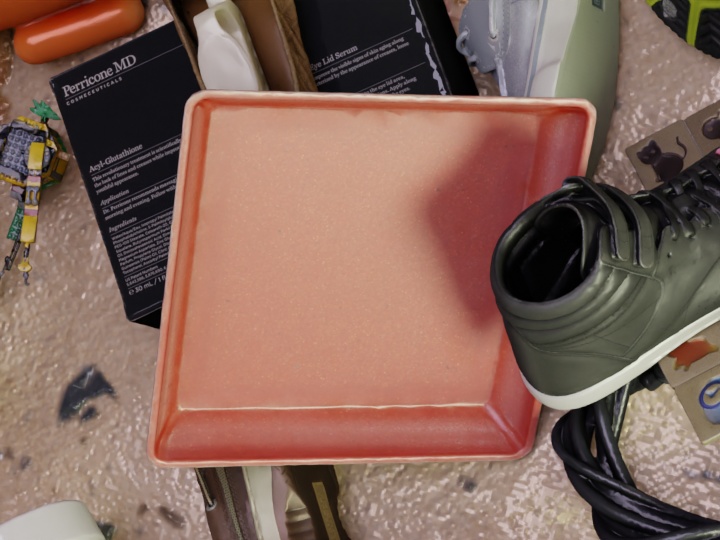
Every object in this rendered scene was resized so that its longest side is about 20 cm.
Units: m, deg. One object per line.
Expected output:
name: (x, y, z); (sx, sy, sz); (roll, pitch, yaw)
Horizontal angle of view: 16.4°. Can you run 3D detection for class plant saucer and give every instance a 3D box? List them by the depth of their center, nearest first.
plant saucer: (0.000, 0.000, 1.206); (0.200, 0.037, 0.200); (0, 117, -17)

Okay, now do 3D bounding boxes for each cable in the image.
cable: (0.189, 0.067, 1.208); (0.200, 0.051, 0.163); (0, 78, 19)

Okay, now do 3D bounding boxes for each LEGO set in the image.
LEGO set: (-0.246, -0.019, 1.314); (0.154, 0.116, 0.200); (29, 89, 4)

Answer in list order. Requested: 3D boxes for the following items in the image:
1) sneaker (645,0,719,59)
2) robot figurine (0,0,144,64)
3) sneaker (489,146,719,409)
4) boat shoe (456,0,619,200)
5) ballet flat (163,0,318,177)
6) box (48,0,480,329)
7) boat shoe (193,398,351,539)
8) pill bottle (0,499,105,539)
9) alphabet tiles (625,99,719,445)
sneaker: (0.211, -0.141, 1.235); (0.200, 0.075, 0.076); (38, 61, 24)
robot figurine: (-0.180, -0.192, 1.335); (0.200, 0.117, 0.144); (-19, 76, 18)
sneaker: (0.145, -0.022, 1.173); (0.200, 0.099, 0.071); (-39, 54, 1)
boat shoe: (0.088, -0.128, 1.270); (0.071, 0.070, 0.201); (-1, 78, 30)
ballet flat: (-0.068, -0.125, 1.231); (0.068, 0.072, 0.200); (-22, 74, 14)
box: (-0.041, -0.070, 1.291); (0.200, 0.079, 0.141); (-23, 77, 14)
boat shoe: (-0.040, 0.161, 1.265); (0.075, 0.075, 0.203); (-24, 68, 27)
pill bottle: (-0.130, 0.221, 1.256); (0.111, 0.111, 0.200); (-34, 73, 10)
alphabet tiles: (0.210, -0.007, 1.202); (0.166, 0.006, 0.200); (-29, 57, 7)
